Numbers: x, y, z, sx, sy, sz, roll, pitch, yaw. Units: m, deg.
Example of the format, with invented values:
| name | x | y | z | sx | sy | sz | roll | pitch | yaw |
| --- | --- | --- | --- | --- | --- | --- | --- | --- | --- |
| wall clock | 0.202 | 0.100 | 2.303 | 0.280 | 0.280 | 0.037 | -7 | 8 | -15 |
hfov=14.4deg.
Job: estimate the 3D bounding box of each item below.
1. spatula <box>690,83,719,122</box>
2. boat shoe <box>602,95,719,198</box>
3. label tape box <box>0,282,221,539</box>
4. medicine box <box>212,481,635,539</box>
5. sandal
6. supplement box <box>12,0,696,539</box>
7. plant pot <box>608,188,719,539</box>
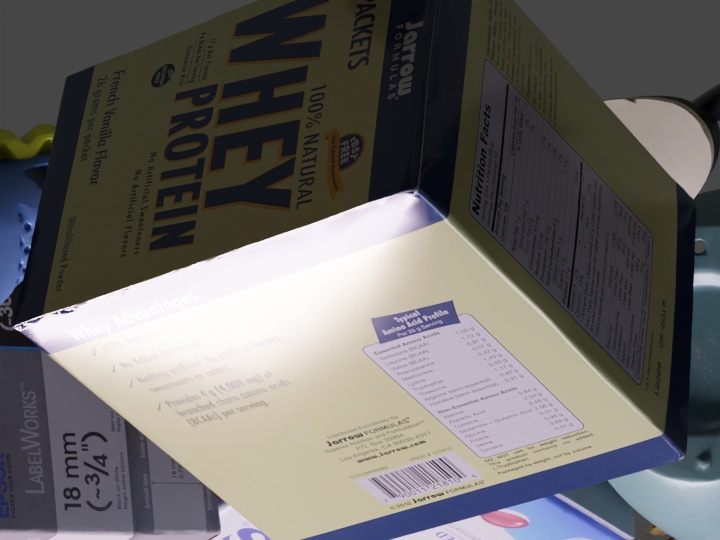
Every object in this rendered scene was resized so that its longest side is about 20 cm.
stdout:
| name | x | y | z | sx | sy | sz | roll | pitch | yaw |
| --- | --- | --- | --- | --- | --- | --- | --- | --- | --- |
| spatula | 0.142 | -0.052 | 1.371 | 0.056 | 0.021 | 0.200 | -18 | 165 | -26 |
| boat shoe | 0.094 | -0.032 | 1.352 | 0.201 | 0.074 | 0.063 | -32 | 177 | 39 |
| label tape box | -0.176 | 0.070 | 1.412 | 0.200 | 0.145 | 0.063 | 3 | 160 | -33 |
| medicine box | 0.013 | 0.109 | 1.511 | 0.182 | 0.103 | 0.200 | 32 | 132 | -33 |
| sandal | -0.170 | -0.017 | 1.243 | 0.200 | 0.087 | 0.079 | -2 | 160 | -25 |
| supplement box | 0.003 | -0.003 | 1.172 | 0.200 | 0.135 | 0.200 | -19 | 136 | 30 |
| plant pot | 0.193 | 0.048 | 1.396 | 0.200 | 0.201 | 0.161 | -15 | 166 | 22 |
